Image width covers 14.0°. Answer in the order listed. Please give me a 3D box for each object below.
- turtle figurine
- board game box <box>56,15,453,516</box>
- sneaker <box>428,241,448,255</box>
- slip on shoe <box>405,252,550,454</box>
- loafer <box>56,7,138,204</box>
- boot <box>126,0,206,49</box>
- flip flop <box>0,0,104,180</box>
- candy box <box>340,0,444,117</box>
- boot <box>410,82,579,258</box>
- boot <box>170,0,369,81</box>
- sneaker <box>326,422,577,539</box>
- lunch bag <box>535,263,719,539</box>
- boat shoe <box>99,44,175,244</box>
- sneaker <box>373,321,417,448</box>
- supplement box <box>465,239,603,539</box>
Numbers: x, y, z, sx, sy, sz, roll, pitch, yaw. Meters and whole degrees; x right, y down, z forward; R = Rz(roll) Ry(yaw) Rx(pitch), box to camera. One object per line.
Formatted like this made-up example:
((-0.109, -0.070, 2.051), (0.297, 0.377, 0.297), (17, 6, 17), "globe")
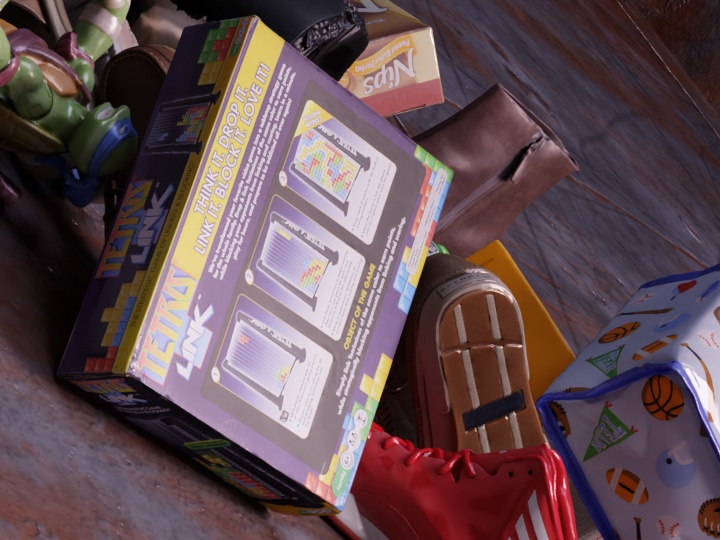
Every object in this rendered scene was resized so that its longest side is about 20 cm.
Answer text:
((-0.178, -0.149, 1.496), (0.194, 0.200, 0.144), (28, 44, 11), "turtle figurine")
((-0.049, 0.000, 1.477), (0.165, 0.057, 0.200), (36, 63, -37), "board game box")
((0.000, 0.000, 1.801), (0.078, 0.085, 0.200), (53, 16, 17), "sneaker")
((0.059, 0.084, 1.638), (0.061, 0.076, 0.200), (-135, -150, -56), "slip on shoe")
((-0.150, -0.123, 1.647), (0.063, 0.072, 0.200), (16, 48, -48), "loafer")
((-0.153, -0.141, 1.768), (0.200, 0.075, 0.097), (33, 23, -14), "boot")
((-0.204, -0.133, 1.599), (0.058, 0.081, 0.200), (8, 46, -47), "flip flop")
((-0.033, -0.141, 1.913), (0.200, 0.115, 0.055), (-138, -146, -67), "candy box")
((0.026, -0.069, 1.890), (0.200, 0.166, 0.072), (36, 18, -38), "boot")
((-0.069, -0.170, 1.734), (0.168, 0.076, 0.200), (42, 9, 7), "boot")
((0.041, 0.105, 1.580), (0.200, 0.116, 0.078), (49, 14, 2), "sneaker")
((0.216, 0.114, 1.695), (0.170, 0.124, 0.200), (-39, 108, -51), "lunch bag")
((-0.098, -0.028, 1.528), (0.068, 0.072, 0.200), (11, 61, -59), "boat shoe")
((-0.011, 0.043, 1.687), (0.108, 0.070, 0.200), (34, -11, 35), "sneaker")
((0.111, 0.088, 1.824), (0.126, 0.073, 0.200), (58, 2, 35), "supplement box")
